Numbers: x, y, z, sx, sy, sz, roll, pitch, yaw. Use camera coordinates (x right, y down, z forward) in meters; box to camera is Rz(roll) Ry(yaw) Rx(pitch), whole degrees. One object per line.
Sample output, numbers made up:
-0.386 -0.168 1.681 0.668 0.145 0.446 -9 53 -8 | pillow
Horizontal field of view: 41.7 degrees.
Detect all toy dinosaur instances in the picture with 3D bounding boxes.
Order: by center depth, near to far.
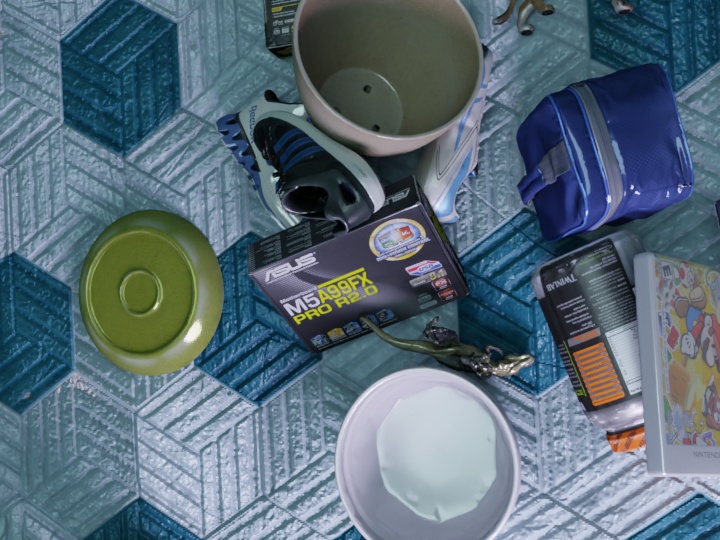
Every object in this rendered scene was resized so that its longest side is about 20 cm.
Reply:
0.095 0.083 1.001 0.196 0.088 0.048 18 80 -4 | toy dinosaur

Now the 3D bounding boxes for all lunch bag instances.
0.226 -0.109 0.942 0.130 0.200 0.139 -14 83 -4 | lunch bag

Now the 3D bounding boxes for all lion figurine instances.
0.234 -0.331 1.005 0.196 0.072 0.125 -5 80 19 | lion figurine

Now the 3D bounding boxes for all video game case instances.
0.331 0.094 0.909 0.023 0.179 0.205 -16 70 50 | video game case

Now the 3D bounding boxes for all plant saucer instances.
-0.262 0.027 1.148 0.195 0.031 0.205 0 88 14 | plant saucer

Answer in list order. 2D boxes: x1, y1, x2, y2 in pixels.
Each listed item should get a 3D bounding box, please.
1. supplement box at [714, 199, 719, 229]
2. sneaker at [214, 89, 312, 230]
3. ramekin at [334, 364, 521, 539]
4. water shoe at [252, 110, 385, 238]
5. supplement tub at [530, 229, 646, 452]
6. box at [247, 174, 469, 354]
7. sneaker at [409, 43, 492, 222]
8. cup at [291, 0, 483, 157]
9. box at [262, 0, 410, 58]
0.449 0.007 0.856 0.131 0.200 0.205 -10 86 -9 | supplement box
-0.072 -0.129 1.075 0.115 0.080 0.201 -39 78 13 | sneaker
0.078 0.201 1.017 0.196 0.105 0.205 0 90 14 | ramekin
-0.063 -0.102 0.964 0.079 0.072 0.199 -42 47 -20 | water shoe
0.262 0.072 0.962 0.121 0.122 0.204 -23 84 13 | supplement tub
0.000 0.000 1.017 0.197 0.161 0.045 -21 47 12 | box
0.106 -0.150 1.043 0.071 0.072 0.204 22 86 -26 | sneaker
0.015 -0.200 0.998 0.196 0.143 0.205 4 71 -12 | cup
-0.018 -0.341 1.082 0.196 0.049 0.164 -6 85 15 | box
